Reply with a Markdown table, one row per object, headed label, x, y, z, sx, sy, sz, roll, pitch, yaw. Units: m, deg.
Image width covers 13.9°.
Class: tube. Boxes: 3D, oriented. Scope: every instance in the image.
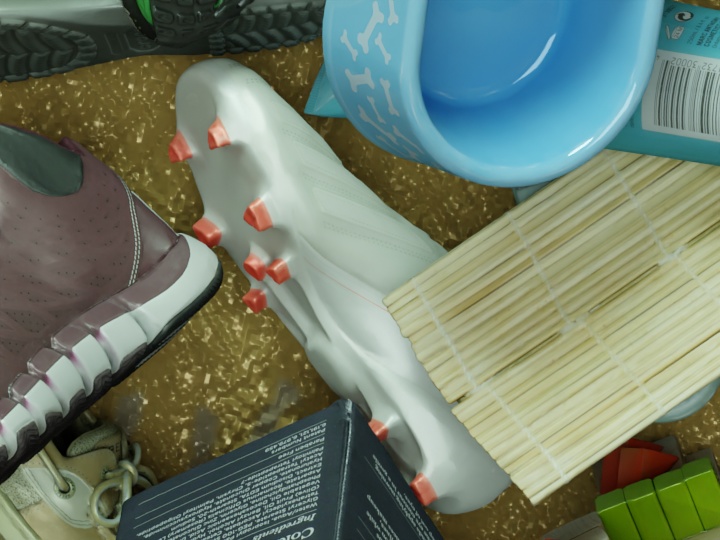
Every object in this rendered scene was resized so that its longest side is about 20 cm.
| label | x | y | z | sx | sy | sz | roll | pitch | yaw |
| --- | --- | --- | --- | --- | --- | --- | --- | --- | --- |
| tube | 0.073 | -0.076 | 1.069 | 0.200 | 0.050 | 0.077 | 14 | 75 | 32 |

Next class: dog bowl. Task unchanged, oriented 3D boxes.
| label | x | y | z | sx | sy | sz | roll | pitch | yaw |
| --- | --- | --- | --- | --- | --- | --- | --- | --- | --- |
| dog bowl | 0.053 | -0.119 | 0.969 | 0.111 | 0.050 | 0.200 | -3 | 114 | -22 |

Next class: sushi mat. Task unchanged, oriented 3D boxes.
| label | x | y | z | sx | sy | sz | roll | pitch | yaw |
| --- | --- | --- | --- | --- | --- | --- | --- | --- | --- |
| sushi mat | 0.114 | -0.008 | 1.061 | 0.200 | 0.012 | 0.096 | -34 | 74 | -2 |

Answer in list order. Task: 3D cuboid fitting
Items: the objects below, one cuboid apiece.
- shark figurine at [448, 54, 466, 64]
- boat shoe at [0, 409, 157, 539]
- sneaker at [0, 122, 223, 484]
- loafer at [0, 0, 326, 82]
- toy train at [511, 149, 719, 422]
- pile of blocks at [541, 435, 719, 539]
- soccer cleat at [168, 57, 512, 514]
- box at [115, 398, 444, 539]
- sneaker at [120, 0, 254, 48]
| label | x | y | z | sx | sy | sz | roll | pitch | yaw |
| --- | --- | --- | --- | --- | --- | --- | --- | --- | --- |
| shark figurine | -0.012 | -0.178 | 0.993 | 0.128 | 0.090 | 0.215 | -3 | 110 | -20 |
| boat shoe | -0.123 | 0.053 | 1.125 | 0.063 | 0.073 | 0.201 | -38 | 88 | 11 |
| sneaker | -0.148 | 0.017 | 1.058 | 0.116 | 0.200 | 0.076 | 49 | 136 | 1 |
| loafer | -0.106 | -0.115 | 1.107 | 0.200 | 0.075 | 0.070 | -4 | 75 | -6 |
| toy train | 0.148 | -0.015 | 1.102 | 0.200 | 0.085 | 0.114 | -20 | 87 | 5 |
| pile of blocks | 0.097 | 0.113 | 1.065 | 0.082 | 0.200 | 0.062 | -10 | 118 | 29 |
| soccer cleat | 0.000 | 0.000 | 1.115 | 0.078 | 0.069 | 0.200 | -37 | 100 | -25 |
| box | -0.004 | 0.185 | 1.049 | 0.104 | 0.182 | 0.200 | -25 | 115 | 16 |
| sneaker | -0.079 | -0.178 | 1.057 | 0.085 | 0.078 | 0.200 | -9 | 88 | 43 |
